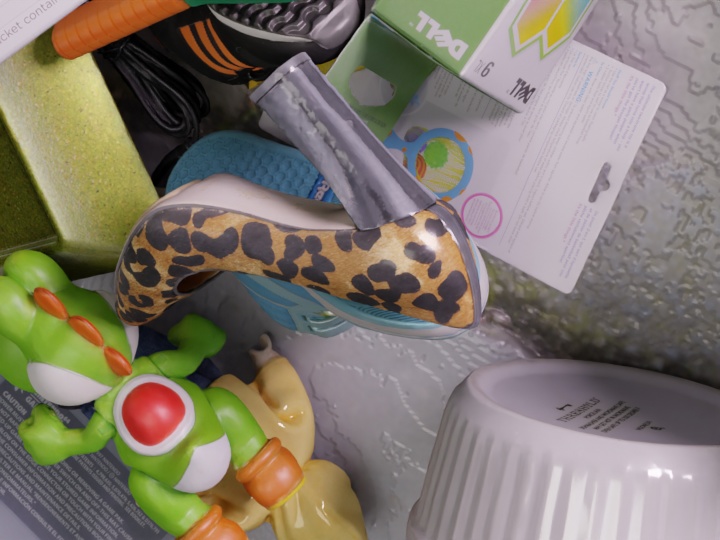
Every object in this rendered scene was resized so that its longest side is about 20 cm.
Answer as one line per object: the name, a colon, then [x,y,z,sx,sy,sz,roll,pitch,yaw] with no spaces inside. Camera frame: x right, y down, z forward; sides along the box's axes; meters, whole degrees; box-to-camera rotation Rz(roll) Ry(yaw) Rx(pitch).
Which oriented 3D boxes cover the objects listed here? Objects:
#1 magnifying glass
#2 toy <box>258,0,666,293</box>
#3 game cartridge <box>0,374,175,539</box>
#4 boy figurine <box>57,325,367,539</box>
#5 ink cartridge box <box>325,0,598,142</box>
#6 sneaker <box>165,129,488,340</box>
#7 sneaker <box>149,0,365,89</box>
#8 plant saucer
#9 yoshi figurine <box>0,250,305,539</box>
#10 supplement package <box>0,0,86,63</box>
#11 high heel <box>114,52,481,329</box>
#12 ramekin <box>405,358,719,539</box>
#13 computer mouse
magnifying glass: [-0.066,-0.143,0.729,0.199,0.080,0.022,-19,137,31]
toy: [0.052,-0.086,0.824,0.199,0.047,0.116,28,105,17]
game cartridge: [-0.176,0.123,0.952,0.133,0.040,0.200,-44,95,-10]
boy figurine: [-0.075,0.100,0.924,0.199,0.064,0.125,33,77,-6]
ink cartridge box: [0.068,-0.135,0.737,0.059,0.104,0.201,38,100,19]
sneaker: [0.000,0.000,0.829,0.199,0.131,0.080,27,76,34]
sneaker: [-0.053,-0.130,0.802,0.199,0.070,0.090,28,156,46]
plant saucer: [-0.215,-0.074,0.858,0.198,0.048,0.202,-11,108,43]
yoshi figurine: [-0.130,0.069,0.857,0.112,0.113,0.200,-35,106,30]
supplement package: [-0.158,-0.167,0.702,0.199,0.156,0.111,-38,105,-7]
high heel: [-0.037,0.011,0.738,0.143,0.071,0.200,49,131,3]
ramekin: [0.125,0.111,0.796,0.200,0.202,0.095,10,101,16]
computer mouse: [-0.162,-0.088,0.896,0.140,0.046,0.200,41,136,-9]
